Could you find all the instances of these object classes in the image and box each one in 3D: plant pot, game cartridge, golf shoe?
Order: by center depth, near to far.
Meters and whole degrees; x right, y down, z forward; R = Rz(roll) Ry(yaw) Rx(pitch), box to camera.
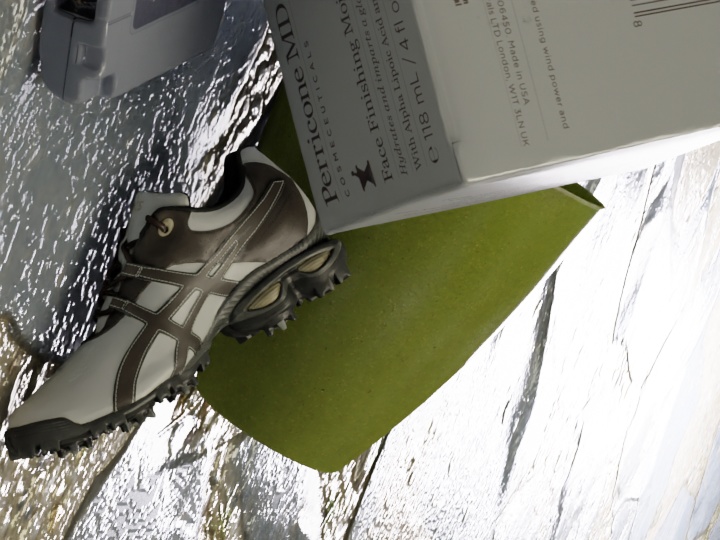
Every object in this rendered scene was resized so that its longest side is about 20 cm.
[{"bbox_3d":[-0.085,-0.183,1.086,0.133,0.041,0.201,-31,137,-57],"label":"game cartridge"},{"bbox_3d":[-0.103,0.016,1.196,0.200,0.095,0.078,-36,-171,-27],"label":"golf shoe"},{"bbox_3d":[0.000,0.000,1.328,0.201,0.187,0.187,-58,163,8],"label":"plant pot"}]

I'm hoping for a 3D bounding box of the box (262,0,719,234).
[{"bbox_3d":[0.069,-0.138,1.167,0.199,0.131,0.200,-13,86,-30],"label":"box"}]
